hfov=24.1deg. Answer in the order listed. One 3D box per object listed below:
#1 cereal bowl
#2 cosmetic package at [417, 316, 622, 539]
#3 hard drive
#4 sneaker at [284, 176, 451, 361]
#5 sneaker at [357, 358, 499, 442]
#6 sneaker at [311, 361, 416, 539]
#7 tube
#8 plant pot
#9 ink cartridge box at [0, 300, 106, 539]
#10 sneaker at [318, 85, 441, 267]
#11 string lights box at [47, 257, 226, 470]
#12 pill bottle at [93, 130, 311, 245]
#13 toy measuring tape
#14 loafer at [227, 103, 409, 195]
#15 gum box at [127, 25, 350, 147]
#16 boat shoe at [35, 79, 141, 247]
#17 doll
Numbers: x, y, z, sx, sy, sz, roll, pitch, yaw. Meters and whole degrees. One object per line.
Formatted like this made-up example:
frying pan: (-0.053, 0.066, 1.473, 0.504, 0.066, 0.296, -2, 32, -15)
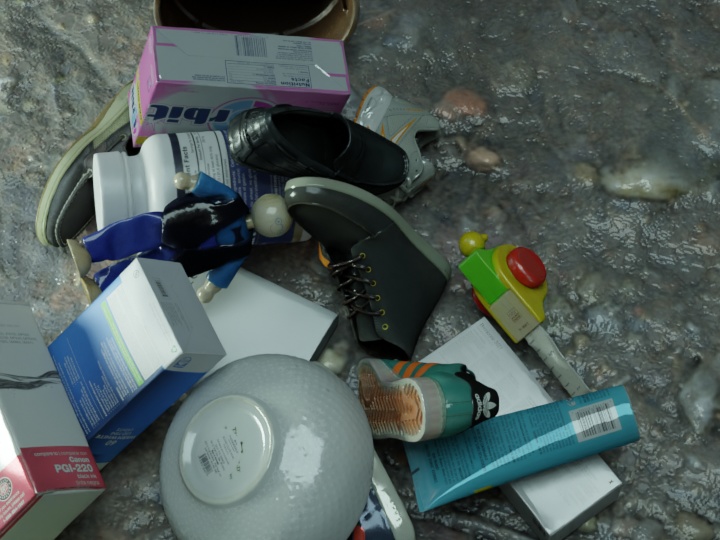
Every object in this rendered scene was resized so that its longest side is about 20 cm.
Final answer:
cereal bowl: (-0.093, 0.163, 1.447, 0.200, 0.083, 0.200, -11, 66, 25)
cosmetic package: (0.139, 0.145, 1.516, 0.083, 0.051, 0.200, -34, 67, -10)
hard drive: (-0.139, 0.055, 1.583, 0.200, 0.026, 0.132, 26, 67, 13)
sneaker: (0.000, 0.000, 1.529, 0.075, 0.200, 0.106, -9, 55, 49)
sneaker: (0.056, 0.114, 1.475, 0.080, 0.200, 0.071, -2, 95, -19)
sneaker: (-0.027, 0.175, 1.494, 0.084, 0.075, 0.200, -25, 62, -6)
tube: (0.139, 0.150, 1.462, 0.200, 0.050, 0.077, -15, 45, 1)
plant pot: (-0.104, -0.331, 1.695, 0.200, 0.200, 0.198, -3, 56, 0)
ink cartridge box: (-0.323, 0.145, 1.471, 0.146, 0.085, 0.200, -43, 63, 30)
sneaker: (0.021, -0.085, 1.626, 0.092, 0.076, 0.200, 18, 66, 5)
string lights box: (-0.219, 0.090, 1.485, 0.200, 0.059, 0.103, -42, 63, 27)
pill bottle: (-0.147, -0.075, 1.585, 0.200, 0.111, 0.111, -4, 63, -12)
toy measuring tape: (0.164, 0.040, 1.571, 0.074, 0.074, 0.200, -39, 85, -17)
loafer: (-0.027, -0.108, 1.524, 0.201, 0.070, 0.068, 10, 70, -41)
gum box: (-0.112, -0.169, 1.618, 0.200, 0.114, 0.066, 2, 61, -19)
boat shoe: (-0.242, -0.101, 1.638, 0.065, 0.073, 0.200, 22, 65, 18)
doll: (-0.156, -0.024, 1.519, 0.200, 0.136, 0.048, -20, 34, -9)
